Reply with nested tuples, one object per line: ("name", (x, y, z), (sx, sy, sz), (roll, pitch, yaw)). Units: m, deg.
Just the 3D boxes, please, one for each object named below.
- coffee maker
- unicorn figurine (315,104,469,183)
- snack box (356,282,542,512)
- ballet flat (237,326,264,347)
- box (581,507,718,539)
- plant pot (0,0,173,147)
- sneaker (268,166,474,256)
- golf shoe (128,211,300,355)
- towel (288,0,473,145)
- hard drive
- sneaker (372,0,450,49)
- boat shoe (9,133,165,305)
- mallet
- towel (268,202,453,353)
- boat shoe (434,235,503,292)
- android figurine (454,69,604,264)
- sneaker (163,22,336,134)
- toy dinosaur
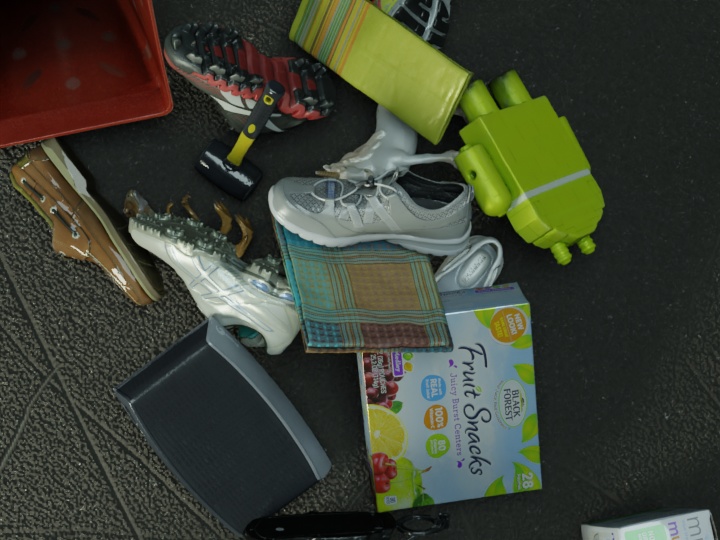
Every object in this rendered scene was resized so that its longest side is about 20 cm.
("coffee maker", (-0.016, 0.338, 1.662), (0.192, 0.135, 0.201), (-1, 96, 18))
("unicorn figurine", (0.040, -0.125, 1.757), (0.137, 0.074, 0.200), (9, 45, 5))
("snack box", (0.085, 0.123, 1.708), (0.168, 0.068, 0.200), (-7, 111, -5))
("ballet flat", (-0.039, 0.007, 1.755), (0.072, 0.072, 0.200), (36, 84, 1))
("box", (0.293, 0.333, 1.677), (0.096, 0.176, 0.200), (-11, 85, -5))
("plant pot", (-0.304, -0.261, 1.698), (0.200, 0.200, 0.177), (-12, 54, -5))
("sneaker", (0.013, -0.071, 1.656), (0.200, 0.082, 0.075), (5, 45, -12))
("golf shoe", (-0.144, 0.014, 1.691), (0.200, 0.078, 0.097), (26, 108, 13))
("towel", (0.017, -0.212, 1.718), (0.200, 0.018, 0.086), (38, 123, 20))
("hard drive", (-0.131, 0.158, 1.696), (0.135, 0.042, 0.200), (-36, 109, 4))
("sneaker", (0.042, -0.273, 1.788), (0.078, 0.090, 0.200), (37, 71, -43))
("boat shoe", (-0.272, -0.039, 1.745), (0.068, 0.072, 0.200), (-37, 80, 5))
("mallet", (-0.101, -0.124, 1.703), (0.066, 0.200, 0.041), (39, 61, -9))
("towel", (0.000, 0.000, 1.655), (0.146, 0.022, 0.200), (0, 45, -15))
("boat shoe", (0.077, 0.047, 1.751), (0.071, 0.069, 0.200), (32, 83, -1))
("android figurine", (0.170, -0.100, 1.733), (0.182, 0.041, 0.200), (-24, 83, -50))
("sneaker", (-0.122, -0.182, 1.726), (0.200, 0.098, 0.071), (17, 54, -41))
("toy dinosaur", (-0.155, -0.011, 1.760), (0.106, 0.060, 0.200), (-41, 80, 14))
